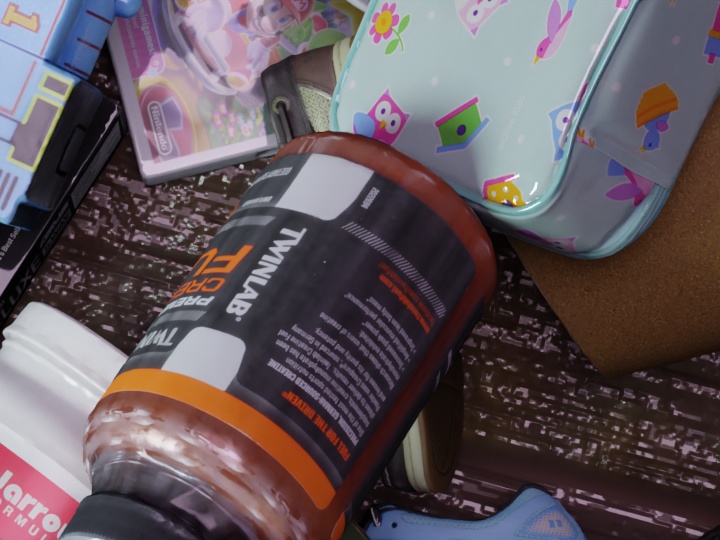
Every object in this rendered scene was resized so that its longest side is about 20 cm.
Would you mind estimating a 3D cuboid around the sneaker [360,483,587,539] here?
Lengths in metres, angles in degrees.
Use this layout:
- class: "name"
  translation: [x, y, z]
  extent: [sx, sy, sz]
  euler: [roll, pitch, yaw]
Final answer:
- class: "sneaker"
  translation: [0.007, 0.148, 1.259]
  extent: [0.199, 0.078, 0.090]
  euler: [-17, 61, -9]

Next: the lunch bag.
- class: "lunch bag"
  translation: [0.080, -0.115, 1.197]
  extent: [0.160, 0.077, 0.201]
  euler: [22, 86, 48]

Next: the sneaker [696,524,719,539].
- class: "sneaker"
  translation: [0.141, 0.177, 1.210]
  extent: [0.081, 0.075, 0.200]
  euler: [52, 45, -5]

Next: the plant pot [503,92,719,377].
- class: "plant pot"
  translation: [0.161, -0.048, 1.254]
  extent: [0.200, 0.186, 0.187]
  euler: [-34, 81, 8]

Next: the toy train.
- class: "toy train"
  translation: [-0.149, -0.116, 1.233]
  extent: [0.114, 0.087, 0.201]
  euler: [24, 88, 1]

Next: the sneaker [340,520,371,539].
- class: "sneaker"
  translation: [-0.007, 0.146, 1.141]
  extent: [0.067, 0.090, 0.201]
  euler: [-4, 42, -5]

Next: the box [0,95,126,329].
- class: "box"
  translation: [-0.219, -0.024, 1.288]
  extent: [0.157, 0.050, 0.200]
  euler: [32, 80, 5]

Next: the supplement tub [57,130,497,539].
- class: "supplement tub"
  translation: [-0.035, 0.049, 1.133]
  extent: [0.107, 0.107, 0.200]
  euler: [31, 59, 5]

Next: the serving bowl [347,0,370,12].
- class: "serving bowl"
  translation: [0.038, -0.201, 1.285]
  extent: [0.199, 0.066, 0.201]
  euler: [-4, 101, -22]

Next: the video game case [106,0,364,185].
- class: "video game case"
  translation: [-0.018, -0.130, 1.332]
  extent: [0.199, 0.018, 0.144]
  euler: [-14, 78, -5]

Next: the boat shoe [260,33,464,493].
- class: "boat shoe"
  translation: [0.000, 0.000, 1.285]
  extent: [0.065, 0.073, 0.201]
  euler: [-11, 83, 17]

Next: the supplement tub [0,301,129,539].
- class: "supplement tub"
  translation: [-0.149, 0.128, 1.212]
  extent: [0.140, 0.140, 0.200]
  euler: [36, 79, 6]
